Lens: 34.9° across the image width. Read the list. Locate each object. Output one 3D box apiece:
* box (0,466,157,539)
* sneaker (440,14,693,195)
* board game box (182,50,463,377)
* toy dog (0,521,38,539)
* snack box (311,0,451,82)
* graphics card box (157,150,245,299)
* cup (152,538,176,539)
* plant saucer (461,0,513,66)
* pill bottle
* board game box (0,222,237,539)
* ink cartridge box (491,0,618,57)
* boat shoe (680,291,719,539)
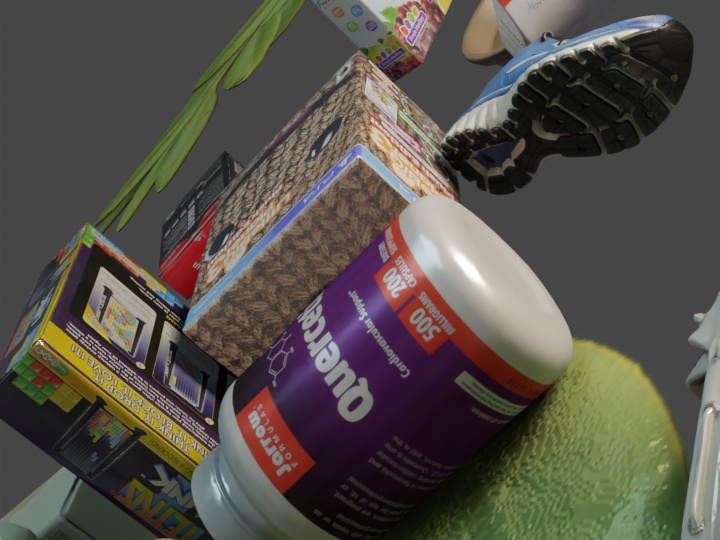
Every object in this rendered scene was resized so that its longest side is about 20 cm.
[{"bbox_3d":[-0.231,0.223,0.866,0.199,0.095,0.078,-37,22,31],"label":"box"},{"bbox_3d":[0.126,-0.118,0.706,0.199,0.078,0.090,-18,39,58],"label":"sneaker"},{"bbox_3d":[-0.021,-0.030,0.764,0.159,0.097,0.201,-43,20,19],"label":"board game box"},{"bbox_3d":[-0.217,0.278,0.711,0.191,0.141,0.201,-3,35,14],"label":"toy dog"},{"bbox_3d":[0.031,-0.314,1.191,0.053,0.142,0.201,-29,28,45],"label":"snack box"},{"bbox_3d":[-0.178,-0.057,1.335,0.126,0.051,0.200,-48,20,9],"label":"graphics card box"},{"bbox_3d":[-0.069,0.224,0.412,0.200,0.143,0.201,-43,20,19],"label":"cup"},{"bbox_3d":[0.161,-0.239,0.930,0.200,0.029,0.201,-44,19,19],"label":"plant saucer"},{"bbox_3d":[0.005,0.066,0.586,0.200,0.112,0.113,-45,19,16],"label":"pill bottle"},{"bbox_3d":[-0.123,0.083,0.712,0.057,0.200,0.166,-41,20,16],"label":"board game box"},{"bbox_3d":[0.152,-0.214,0.733,0.163,0.057,0.200,-46,-7,5],"label":"ink cartridge box"},{"bbox_3d":[0.147,0.027,0.409,0.069,0.071,0.202,-26,37,45],"label":"boat shoe"}]
